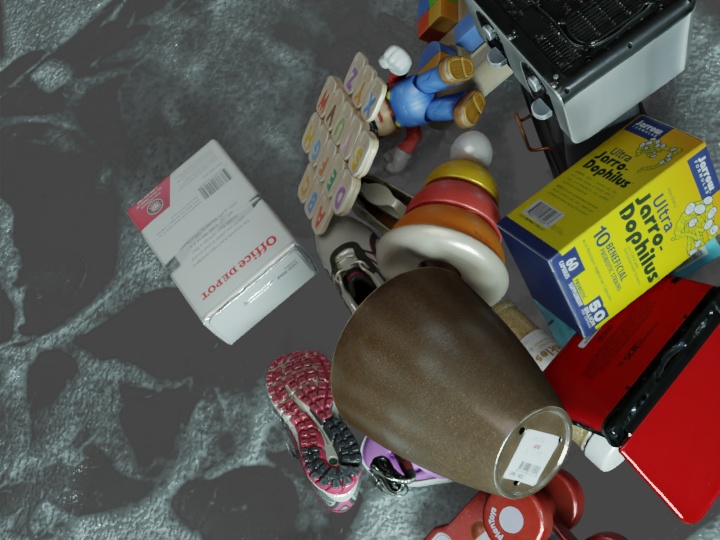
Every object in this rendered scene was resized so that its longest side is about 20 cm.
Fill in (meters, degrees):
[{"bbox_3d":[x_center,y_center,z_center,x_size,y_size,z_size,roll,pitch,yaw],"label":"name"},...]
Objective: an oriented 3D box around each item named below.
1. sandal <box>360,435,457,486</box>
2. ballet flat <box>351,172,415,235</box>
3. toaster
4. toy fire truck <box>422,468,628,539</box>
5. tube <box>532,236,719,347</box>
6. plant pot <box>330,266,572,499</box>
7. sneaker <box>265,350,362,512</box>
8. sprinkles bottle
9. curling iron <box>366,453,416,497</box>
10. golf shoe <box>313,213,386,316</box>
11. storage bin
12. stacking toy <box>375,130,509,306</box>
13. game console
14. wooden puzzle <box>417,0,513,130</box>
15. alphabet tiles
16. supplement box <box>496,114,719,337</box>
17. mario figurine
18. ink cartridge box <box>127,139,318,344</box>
[{"bbox_3d":[0.093,0.186,1.143,0.200,0.050,0.084,0,68,19],"label":"sandal"},{"bbox_3d":[0.059,-0.053,1.249,0.199,0.062,0.068,30,78,26],"label":"ballet flat"},{"bbox_3d":[0.228,-0.259,1.097,0.199,0.119,0.182,-36,63,-1],"label":"toaster"},{"bbox_3d":[0.166,0.299,1.048,0.200,0.112,0.168,49,114,22],"label":"toy fire truck"},{"bbox_3d":[0.288,0.011,1.159,0.199,0.050,0.078,-30,61,9],"label":"tube"},{"bbox_3d":[0.100,0.123,1.021,0.187,0.187,0.200,-47,42,-6],"label":"plant pot"},{"bbox_3d":[-0.053,0.173,1.188,0.080,0.075,0.201,-13,49,-9],"label":"sneaker"},{"bbox_3d":[0.204,0.118,1.125,0.068,0.068,0.200,-44,62,-4],"label":"sprinkles bottle"},{"bbox_3d":[0.017,0.159,1.158,0.049,0.026,0.201,6,38,-19],"label":"curling iron"},{"bbox_3d":[0.000,0.000,1.233,0.077,0.088,0.201,-34,60,3],"label":"golf shoe"},{"bbox_3d":[0.242,-0.202,1.212,0.144,0.134,0.202,-19,62,9],"label":"storage bin"},{"bbox_3d":[0.109,-0.068,1.176,0.144,0.147,0.202,7,57,21],"label":"stacking toy"},{"bbox_3d":[0.296,0.116,1.064,0.200,0.119,0.171,-44,35,-21],"label":"game console"},{"bbox_3d":[0.119,-0.296,1.281,0.185,0.046,0.203,-35,51,53],"label":"wooden puzzle"},{"bbox_3d":[-0.027,-0.150,1.263,0.197,0.014,0.201,-65,27,24],"label":"alphabet tiles"},{"bbox_3d":[0.260,-0.048,1.102,0.199,0.109,0.109,-37,32,-6],"label":"supplement box"},{"bbox_3d":[0.043,-0.185,1.263,0.199,0.105,0.125,-9,74,46],"label":"mario figurine"},{"bbox_3d":[-0.167,-0.035,1.304,0.145,0.085,0.200,-39,60,-1],"label":"ink cartridge box"}]
